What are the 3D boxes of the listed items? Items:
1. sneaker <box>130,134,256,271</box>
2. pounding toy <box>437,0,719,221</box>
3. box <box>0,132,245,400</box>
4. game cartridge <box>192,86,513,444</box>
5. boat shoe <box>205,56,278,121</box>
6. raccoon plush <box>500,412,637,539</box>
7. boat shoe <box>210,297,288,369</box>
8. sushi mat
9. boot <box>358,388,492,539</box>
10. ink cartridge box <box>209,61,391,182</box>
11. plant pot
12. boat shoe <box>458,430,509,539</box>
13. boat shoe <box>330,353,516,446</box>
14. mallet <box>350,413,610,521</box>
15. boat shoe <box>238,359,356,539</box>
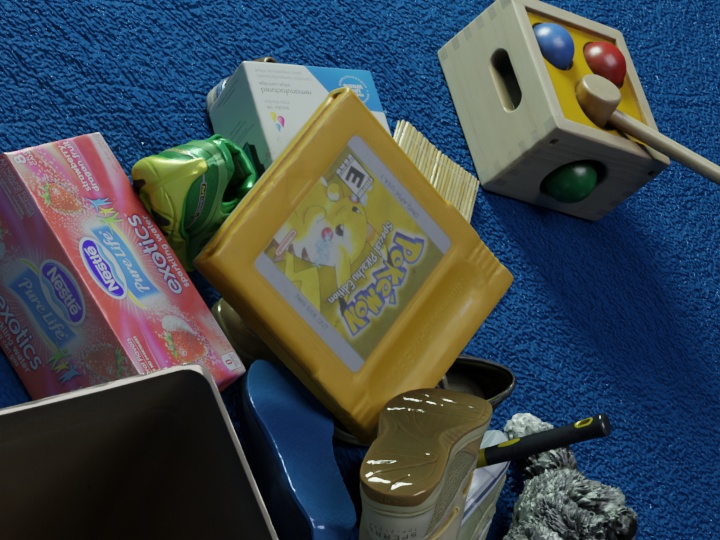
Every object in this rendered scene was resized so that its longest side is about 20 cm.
[{"bbox_3d":[-0.112,-0.049,1.678,0.200,0.084,0.074,108,-43,-84],"label":"sneaker"},{"bbox_3d":[0.204,-0.138,2.130,0.184,0.142,0.200,13,49,-42],"label":"pounding toy"},{"bbox_3d":[-0.184,0.018,1.577,0.103,0.095,0.200,-18,73,-53],"label":"box"},{"bbox_3d":[0.000,0.000,1.670,0.200,0.032,0.176,47,64,-21],"label":"game cartridge"},{"bbox_3d":[-0.043,-0.078,1.850,0.200,0.072,0.072,53,34,3],"label":"boat shoe"},{"bbox_3d":[0.118,0.194,1.808,0.134,0.097,0.200,1,27,-33],"label":"raccoon plush"},{"bbox_3d":[-0.031,0.030,1.772,0.200,0.063,0.073,-7,65,-51],"label":"boat shoe"},{"bbox_3d":[0.051,-0.042,1.978,0.096,0.012,0.200,40,36,-19],"label":"sushi mat"},{"bbox_3d":[0.041,0.178,1.618,0.073,0.156,0.200,7,21,11],"label":"boot"},{"bbox_3d":[-0.028,-0.053,1.741,0.116,0.067,0.200,1,57,-33],"label":"ink cartridge box"},{"bbox_3d":[-0.165,0.197,1.330,0.200,0.177,0.200,-13,66,-27],"label":"plant pot"},{"bbox_3d":[0.062,0.192,1.739,0.062,0.072,0.200,59,41,-16],"label":"boat shoe"},{"bbox_3d":[0.040,0.088,1.798,0.200,0.065,0.073,-3,63,-49],"label":"boat shoe"},{"bbox_3d":[0.087,0.131,1.708,0.066,0.200,0.041,-80,147,-61],"label":"mallet"},{"bbox_3d":[-0.060,0.137,1.630,0.084,0.069,0.200,21,26,-19],"label":"boat shoe"}]
